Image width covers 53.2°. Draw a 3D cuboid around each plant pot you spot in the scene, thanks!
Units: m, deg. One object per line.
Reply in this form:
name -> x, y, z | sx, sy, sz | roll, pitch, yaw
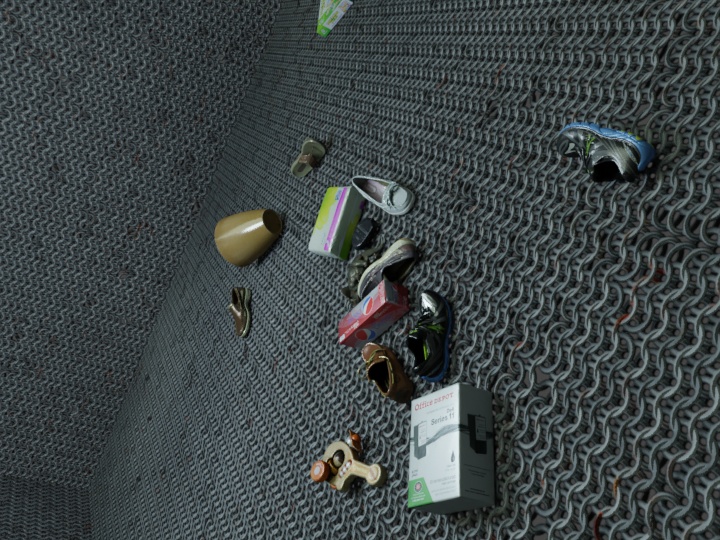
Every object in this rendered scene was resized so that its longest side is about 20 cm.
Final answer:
plant pot -> -0.368, -0.132, 2.473 | 0.200, 0.186, 0.187 | -24, 51, 38

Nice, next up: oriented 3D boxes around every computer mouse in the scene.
computer mouse -> 0.042, -0.137, 1.858 | 0.200, 0.034, 0.059 | -55, 43, 13

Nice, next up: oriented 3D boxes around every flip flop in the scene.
flip flop -> -0.172, -0.357, 2.341 | 0.200, 0.081, 0.058 | -44, 32, 48

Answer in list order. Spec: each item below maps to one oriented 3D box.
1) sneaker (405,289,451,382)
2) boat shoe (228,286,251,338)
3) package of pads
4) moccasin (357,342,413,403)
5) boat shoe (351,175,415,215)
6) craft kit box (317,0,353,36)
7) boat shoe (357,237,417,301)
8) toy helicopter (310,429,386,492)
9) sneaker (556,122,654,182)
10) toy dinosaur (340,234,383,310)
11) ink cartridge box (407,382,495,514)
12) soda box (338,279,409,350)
sneaker -> 0.134, 0.124, 1.448 | 0.071, 0.082, 0.200 | -35, 43, 48
boat shoe -> -0.423, 0.141, 2.477 | 0.075, 0.075, 0.203 | -49, 34, 35
package of pads -> -0.067, -0.135, 2.010 | 0.154, 0.068, 0.201 | 10, 81, 62
moccasin -> 0.043, 0.217, 1.560 | 0.074, 0.077, 0.202 | -60, 29, 19
boat shoe -> 0.056, -0.193, 1.795 | 0.202, 0.065, 0.075 | 33, 97, 47
craft kit box -> -0.088, -1.002, 2.659 | 0.197, 0.048, 0.201 | -40, 40, 49
boat shoe -> 0.062, 0.011, 1.673 | 0.200, 0.072, 0.065 | -48, 29, 27
toy helicopter -> -0.011, 0.417, 1.559 | 0.200, 0.079, 0.133 | 0, 63, 51
sneaker -> 0.388, -0.191, 1.185 | 0.083, 0.071, 0.200 | -61, 31, 4
toy dinosaur -> 0.000, 0.000, 1.789 | 0.102, 0.077, 0.201 | 0, 75, 54
ink cartridge box -> 0.159, 0.316, 1.273 | 0.146, 0.083, 0.201 | -35, 43, 48
soda box -> 0.029, 0.107, 1.668 | 0.200, 0.070, 0.064 | -45, 35, 41
